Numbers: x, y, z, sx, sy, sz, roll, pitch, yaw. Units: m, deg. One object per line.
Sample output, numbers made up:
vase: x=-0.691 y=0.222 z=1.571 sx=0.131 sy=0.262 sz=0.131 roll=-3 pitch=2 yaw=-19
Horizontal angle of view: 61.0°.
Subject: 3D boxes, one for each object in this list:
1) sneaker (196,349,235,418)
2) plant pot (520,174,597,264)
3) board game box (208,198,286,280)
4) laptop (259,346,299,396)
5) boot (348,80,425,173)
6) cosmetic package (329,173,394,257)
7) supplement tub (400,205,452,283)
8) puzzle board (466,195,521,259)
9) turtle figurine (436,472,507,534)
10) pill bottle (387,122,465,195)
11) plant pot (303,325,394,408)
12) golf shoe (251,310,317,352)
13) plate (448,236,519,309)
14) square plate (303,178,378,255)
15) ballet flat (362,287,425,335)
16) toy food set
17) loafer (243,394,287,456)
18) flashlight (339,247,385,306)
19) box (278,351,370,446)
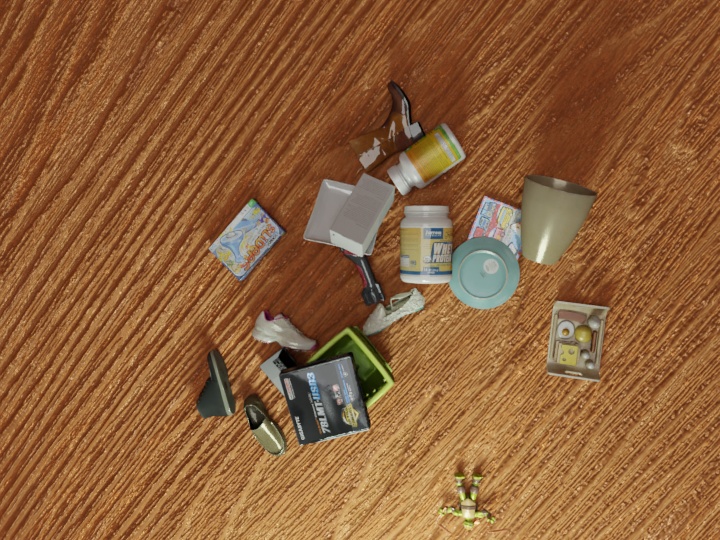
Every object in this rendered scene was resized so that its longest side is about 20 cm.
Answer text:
sneaker: x=-0.447 y=0.341 z=1.809 sx=0.104 sy=0.075 sz=0.204 roll=-13 pitch=93 yaw=7
plant pot: x=0.492 y=-0.125 z=1.589 sx=0.184 sy=0.187 sz=0.203 roll=15 pitch=109 yaw=8
board game box: x=-0.329 y=-0.089 z=1.781 sx=0.135 sy=0.034 sz=0.200 roll=44 pitch=99 yaw=4
laptop: x=-0.198 y=0.324 z=1.704 sx=0.199 sy=0.116 sz=0.188 roll=-37 pitch=94 yaw=35
boot: x=0.058 y=-0.400 z=1.697 sx=0.198 sy=0.069 sz=0.190 roll=-26 pitch=97 yaw=17
cosmetic package: x=0.007 y=-0.150 z=1.642 sx=0.100 sy=0.072 sz=0.202 roll=25 pitch=67 yaw=13
supplement tub: x=0.177 y=-0.071 z=1.646 sx=0.142 sy=0.145 sz=0.204 roll=0 pitch=94 yaw=9
puzzle board: x=0.373 y=-0.083 z=1.680 sx=0.149 sy=0.017 sz=0.203 roll=21 pitch=98 yaw=7
turtle figurine: x=0.313 y=0.657 z=1.718 sx=0.196 sy=0.064 sz=0.164 roll=0 pitch=87 yaw=18
pill bottle: x=0.174 y=-0.294 z=1.648 sx=0.199 sy=0.111 sz=0.112 roll=-35 pitch=88 yaw=9
plant pot: x=-0.029 y=0.277 z=1.685 sx=0.199 sy=0.181 sz=0.201 roll=-41 pitch=87 yaw=8
golf shoe: x=-0.216 y=0.176 z=1.765 sx=0.197 sy=0.075 sz=0.093 roll=15 pitch=93 yaw=7
plate: x=0.335 y=0.010 z=1.674 sx=0.197 sy=0.026 sz=0.204 roll=3 pitch=102 yaw=13
square plate: x=-0.038 y=-0.147 z=1.697 sx=0.195 sy=0.029 sz=0.203 roll=14 pitch=66 yaw=7
ballet flat: x=0.085 y=0.108 z=1.710 sx=0.198 sy=0.072 sz=0.073 roll=-28 pitch=90 yaw=2
toy food set: x=0.585 y=0.189 z=1.643 sx=0.141 sy=0.060 sz=0.204 roll=6 pitch=95 yaw=8
loafer: x=-0.289 y=0.464 z=1.797 sx=0.076 sy=0.067 sz=0.201 roll=-35 pitch=88 yaw=10
flashlight: x=0.000 y=0.000 z=1.723 sx=0.067 sy=0.068 sz=0.203 roll=-22 pitch=95 yaw=-17
box: x=-0.091 y=0.332 z=1.577 sx=0.195 sy=0.050 sz=0.203 roll=-14 pitch=96 yaw=5
